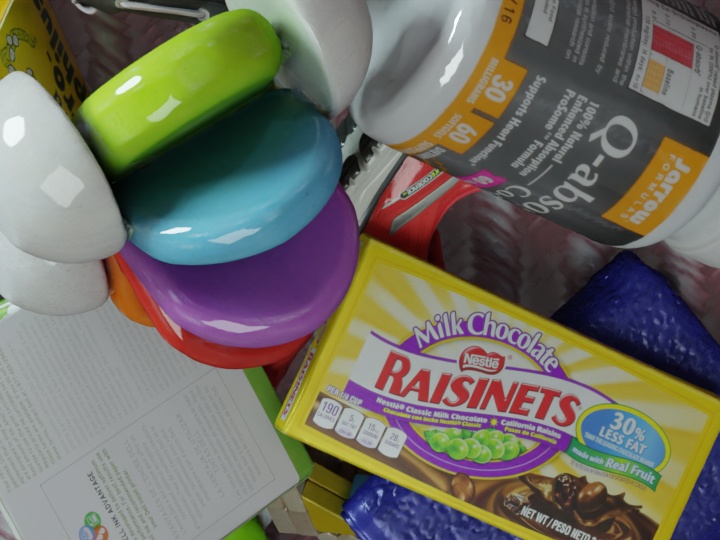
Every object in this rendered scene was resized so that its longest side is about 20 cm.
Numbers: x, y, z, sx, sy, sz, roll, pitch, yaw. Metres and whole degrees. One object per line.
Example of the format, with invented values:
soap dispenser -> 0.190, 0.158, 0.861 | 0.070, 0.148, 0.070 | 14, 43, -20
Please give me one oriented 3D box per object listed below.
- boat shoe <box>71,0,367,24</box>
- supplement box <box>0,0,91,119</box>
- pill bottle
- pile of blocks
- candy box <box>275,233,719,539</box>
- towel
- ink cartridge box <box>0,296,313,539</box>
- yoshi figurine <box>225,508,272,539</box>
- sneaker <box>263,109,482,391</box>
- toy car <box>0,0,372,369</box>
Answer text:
boat shoe -> -0.084, -0.131, 1.124 | 0.198, 0.067, 0.057 | 6, 118, -3
supplement box -> -0.234, -0.052, 1.162 | 0.199, 0.110, 0.109 | -14, 120, 15
pill bottle -> 0.102, -0.079, 1.096 | 0.199, 0.117, 0.117 | 23, 122, -24
pile of blocks -> 0.037, 0.131, 1.275 | 0.199, 0.062, 0.082 | 34, 141, -23
candy box -> 0.069, 0.069, 1.164 | 0.199, 0.026, 0.103 | 24, 90, -13
towel -> 0.105, 0.104, 1.214 | 0.200, 0.050, 0.148 | -42, 103, -2
ink cartridge box -> -0.139, 0.082, 1.133 | 0.076, 0.200, 0.149 | -19, 101, 52
yoshi figurine -> -0.113, 0.114, 1.259 | 0.112, 0.112, 0.201 | -20, 115, 24
sneaker -> 0.000, 0.000, 1.195 | 0.085, 0.077, 0.200 | 27, 121, -17
toy car -> -0.065, -0.032, 1.028 | 0.174, 0.200, 0.150 | -32, 82, -18
